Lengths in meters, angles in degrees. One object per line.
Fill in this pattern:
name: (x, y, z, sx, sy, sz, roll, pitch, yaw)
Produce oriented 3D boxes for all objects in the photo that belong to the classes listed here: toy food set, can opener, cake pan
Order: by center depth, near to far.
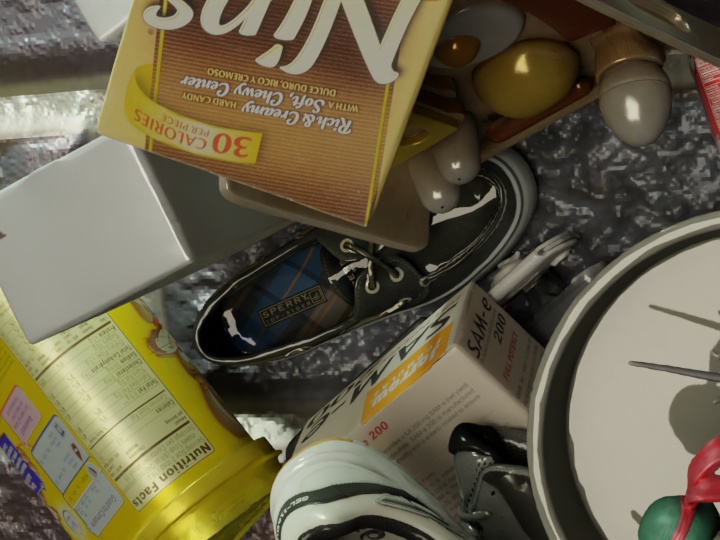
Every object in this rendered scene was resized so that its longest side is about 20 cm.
cake pan: (0.171, 0.070, 0.849, 0.200, 0.037, 0.201, 2, 100, 12)
toy food set: (0.054, -0.065, 0.889, 0.200, 0.143, 0.060, -29, 62, 34)
can opener: (0.048, 0.055, 1.030, 0.200, 0.053, 0.067, -45, 77, 26)

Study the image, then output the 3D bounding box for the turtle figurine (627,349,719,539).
turtle figurine: (0.175, 0.123, 0.792, 0.200, 0.101, 0.150, 25, 103, 1)

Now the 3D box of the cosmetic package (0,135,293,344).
cosmetic package: (-0.087, -0.035, 0.988, 0.101, 0.200, 0.071, -26, 91, 27)

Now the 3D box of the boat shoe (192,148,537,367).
boat shoe: (0.000, 0.000, 1.038, 0.200, 0.057, 0.069, -29, 89, 27)

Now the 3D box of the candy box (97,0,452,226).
candy box: (-0.017, -0.129, 0.775, 0.115, 0.055, 0.200, 19, 116, -2)

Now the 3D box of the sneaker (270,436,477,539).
sneaker: (0.046, 0.151, 0.855, 0.200, 0.088, 0.076, 30, 103, -8)

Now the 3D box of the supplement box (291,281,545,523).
supplement box: (0.077, 0.121, 0.994, 0.200, 0.074, 0.126, 44, 116, -11)

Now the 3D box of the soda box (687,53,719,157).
soda box: (0.251, -0.103, 0.896, 0.200, 0.070, 0.063, -18, 94, 26)

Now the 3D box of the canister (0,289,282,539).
canister: (-0.141, 0.072, 1.081, 0.200, 0.087, 0.149, 51, 147, 8)

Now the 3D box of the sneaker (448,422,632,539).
sneaker: (0.038, 0.127, 0.930, 0.200, 0.075, 0.116, -15, 107, 7)

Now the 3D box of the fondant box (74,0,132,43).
fondant box: (-0.091, -0.215, 0.851, 0.144, 0.058, 0.200, -34, 81, 20)
